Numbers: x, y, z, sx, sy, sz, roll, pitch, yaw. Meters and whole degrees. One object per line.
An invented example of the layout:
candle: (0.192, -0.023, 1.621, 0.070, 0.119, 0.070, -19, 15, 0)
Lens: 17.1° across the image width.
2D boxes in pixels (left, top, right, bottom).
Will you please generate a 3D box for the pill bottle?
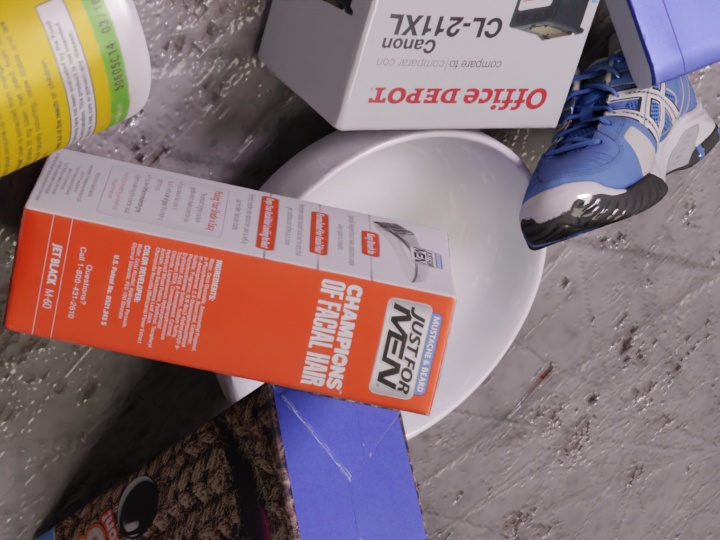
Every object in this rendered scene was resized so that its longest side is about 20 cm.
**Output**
pill bottle: (-0.200, -0.080, 1.021, 0.199, 0.111, 0.112, -27, 133, -19)

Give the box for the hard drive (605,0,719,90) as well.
hard drive: (0.210, -0.189, 1.261, 0.199, 0.025, 0.133, -22, 94, -23)

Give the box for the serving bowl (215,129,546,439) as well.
serving bowl: (0.000, 0.000, 1.264, 0.199, 0.066, 0.201, -20, 132, -24)

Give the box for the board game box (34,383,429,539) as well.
board game box: (-0.062, 0.175, 1.221, 0.096, 0.160, 0.200, 15, 141, -41)

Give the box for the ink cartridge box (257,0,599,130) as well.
ink cartridge box: (0.051, -0.172, 1.163, 0.145, 0.083, 0.201, -4, 122, -36)

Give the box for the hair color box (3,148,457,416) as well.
hair color box: (-0.059, 0.004, 1.120, 0.198, 0.111, 0.064, 11, 106, -3)

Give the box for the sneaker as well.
sneaker: (0.125, -0.069, 1.258, 0.077, 0.075, 0.200, 66, 29, -11)
